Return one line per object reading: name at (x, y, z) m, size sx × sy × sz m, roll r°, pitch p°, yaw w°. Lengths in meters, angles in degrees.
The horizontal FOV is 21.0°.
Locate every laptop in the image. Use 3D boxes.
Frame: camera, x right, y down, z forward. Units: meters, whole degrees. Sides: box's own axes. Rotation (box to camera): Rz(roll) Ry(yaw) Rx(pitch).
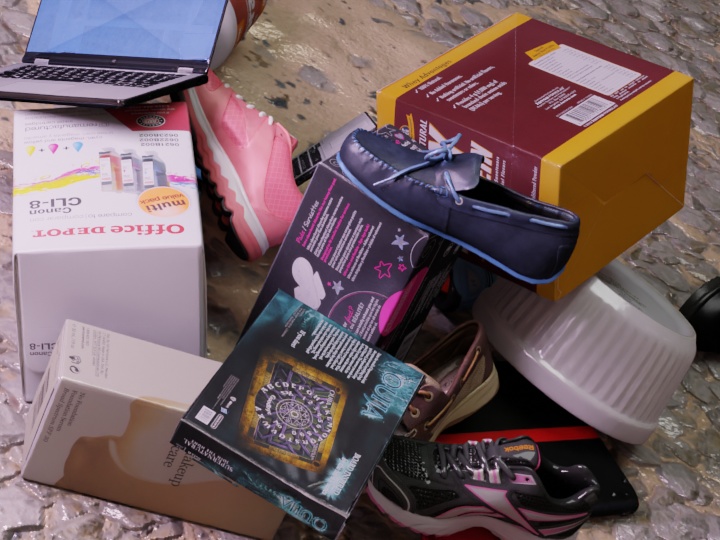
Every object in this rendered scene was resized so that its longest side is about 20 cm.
laptop at (-0.220, -0.210, 1.588) m, size 0.186 × 0.117 × 0.200 m, roll 6°, pitch 17°, yaw 26°
laptop at (-0.099, -0.127, 1.769) m, size 0.116 × 0.199 × 0.187 m, roll 57°, pitch 2°, yaw -9°

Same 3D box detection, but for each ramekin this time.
ramekin at (0.208, 0.052, 1.744) m, size 0.199 × 0.105 × 0.200 m, roll 35°, pitch 14°, yaw -10°

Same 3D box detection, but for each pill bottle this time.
pill bottle at (-0.169, -0.265, 1.989) m, size 0.111 × 0.113 × 0.200 m, roll 26°, pitch 31°, yaw 0°

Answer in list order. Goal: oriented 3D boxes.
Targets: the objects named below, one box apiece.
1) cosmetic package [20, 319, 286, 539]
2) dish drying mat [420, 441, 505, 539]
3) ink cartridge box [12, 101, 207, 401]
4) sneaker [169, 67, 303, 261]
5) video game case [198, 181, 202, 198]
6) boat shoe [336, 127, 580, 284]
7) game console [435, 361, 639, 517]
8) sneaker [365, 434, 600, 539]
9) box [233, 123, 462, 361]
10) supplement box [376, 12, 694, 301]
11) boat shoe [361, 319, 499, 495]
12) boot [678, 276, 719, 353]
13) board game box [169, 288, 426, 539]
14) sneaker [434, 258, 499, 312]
cosmetic package at (-0.139, 0.119, 1.428) m, size 0.198 × 0.106 × 0.071 m, roll 16°, pitch 34°, yaw -15°
dish drying mat at (0.083, 0.214, 1.515) m, size 0.076 × 0.018 × 0.201 m, roll 21°, pitch 37°, yaw -11°
ink cartridge box at (-0.196, -0.016, 1.515) m, size 0.144 × 0.146 × 0.201 m, roll -3°, pitch 37°, yaw -8°
sneaker at (-0.101, -0.110, 1.645) m, size 0.086 × 0.074 × 0.202 m, roll -21°, pitch 82°, yaw -13°
video game case at (-0.208, -0.097, 1.712) m, size 0.142 × 0.019 × 0.200 m, roll 22°, pitch 6°, yaw -8°
boat shoe at (0.080, -0.067, 1.518) m, size 0.198 × 0.069 × 0.084 m, roll 25°, pitch 31°, yaw -8°
game console at (0.126, 0.148, 1.670) m, size 0.198 × 0.031 × 0.178 m, roll 0°, pitch 45°, yaw -37°
sneaker at (0.098, 0.156, 1.500) m, size 0.198 × 0.087 × 0.081 m, roll 15°, pitch 41°, yaw -27°
box at (0.000, 0.000, 1.621) m, size 0.114 × 0.201 × 0.132 m, roll 35°, pitch 31°, yaw 13°
supplement box at (0.151, -0.104, 1.697) m, size 0.199 × 0.134 × 0.197 m, roll 26°, pitch 42°, yaw 35°
boat shoe at (0.039, 0.105, 1.572) m, size 0.072 × 0.073 × 0.199 m, roll 25°, pitch 44°, yaw 38°
boot at (0.423, 0.078, 1.952) m, size 0.210 × 0.080 × 0.158 m, roll -3°, pitch 41°, yaw -42°
board game box at (-0.040, 0.100, 1.406) m, size 0.134 × 0.028 × 0.200 m, roll 31°, pitch 32°, yaw 3°
sneaker at (0.044, -0.034, 1.834) m, size 0.200 × 0.079 × 0.090 m, roll 39°, pitch 35°, yaw 21°
